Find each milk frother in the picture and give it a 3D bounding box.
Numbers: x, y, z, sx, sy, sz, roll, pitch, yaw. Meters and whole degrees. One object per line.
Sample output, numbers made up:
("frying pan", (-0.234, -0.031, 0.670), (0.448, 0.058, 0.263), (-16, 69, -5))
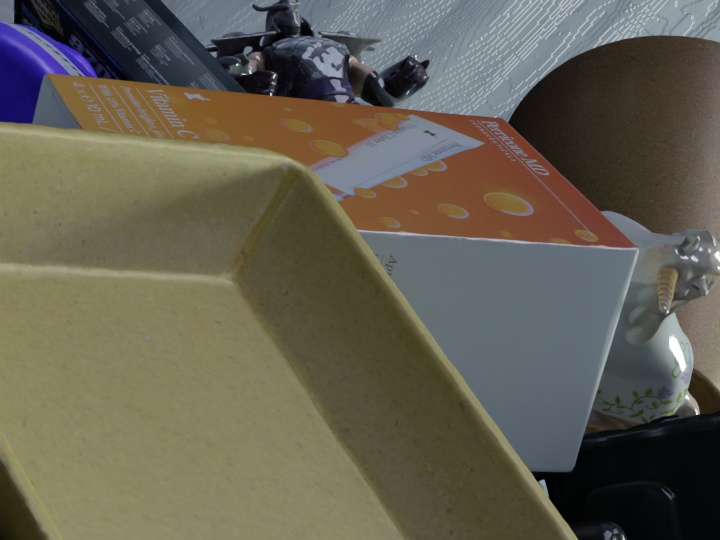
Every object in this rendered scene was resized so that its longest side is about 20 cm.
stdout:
("milk frother", (0.092, 0.161, 1.017), (0.179, 0.199, 0.190), (-6, 84, -40))

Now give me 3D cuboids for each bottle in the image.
("bottle", (-0.161, -0.079, 1.216), (0.083, 0.065, 0.200), (41, 4, -2))

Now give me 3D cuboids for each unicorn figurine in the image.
("unicorn figurine", (0.099, 0.015, 1.057), (0.136, 0.074, 0.200), (10, -21, 27))

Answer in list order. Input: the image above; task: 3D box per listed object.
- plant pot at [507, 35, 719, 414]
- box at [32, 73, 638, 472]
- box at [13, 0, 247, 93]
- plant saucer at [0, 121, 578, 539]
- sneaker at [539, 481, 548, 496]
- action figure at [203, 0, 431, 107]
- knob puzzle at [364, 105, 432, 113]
("plant pot", (0.144, 0.015, 1.231), (0.186, 0.186, 0.201), (44, 32, -18))
("box", (-0.019, 0.002, 0.941), (0.198, 0.098, 0.124), (4, 25, -27))
("box", (-0.110, -0.072, 1.350), (0.200, 0.046, 0.159), (47, -24, 18))
("plant saucer", (-0.052, 0.040, 0.743), (0.199, 0.049, 0.200), (3, 41, -44))
("sneaker", (0.063, 0.122, 1.126), (0.201, 0.078, 0.077), (64, 12, 4))
("action figure", (-0.013, -0.082, 1.384), (0.070, 0.129, 0.201), (107, -34, -50))
("knob puzzle", (-0.028, -0.056, 1.145), (0.220, 0.218, 0.031), (26, 55, -79))
